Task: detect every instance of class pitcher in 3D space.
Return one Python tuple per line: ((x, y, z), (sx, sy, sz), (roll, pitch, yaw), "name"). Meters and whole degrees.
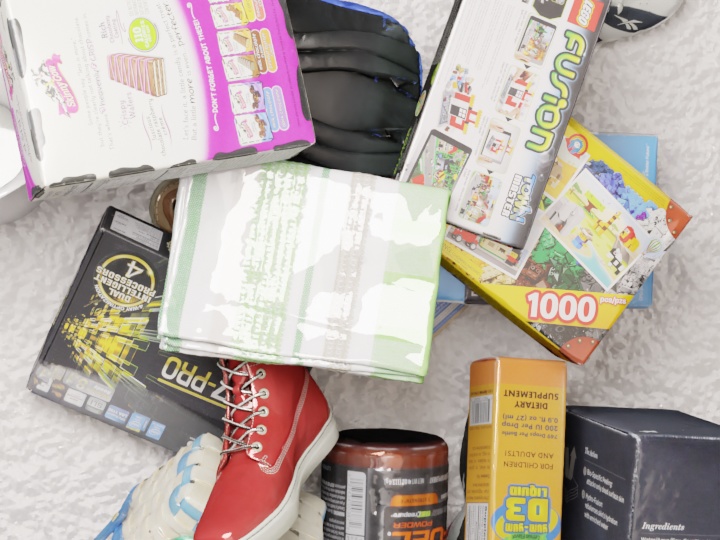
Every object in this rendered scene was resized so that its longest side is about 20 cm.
((-0.302, -0.078, 1.369), (0.171, 0.200, 0.122), (-36, 99, -6), "pitcher")

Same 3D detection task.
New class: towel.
((-0.041, -0.004, 1.325), (0.199, 0.031, 0.150), (8, 85, 0), "towel")

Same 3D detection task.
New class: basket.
((-0.133, 0.242, 1.461), (0.176, 0.139, 0.200), (29, 123, -12), "basket")

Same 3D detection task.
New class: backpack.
((-0.056, -0.144, 1.427), (0.199, 0.168, 0.164), (9, 96, -8), "backpack")

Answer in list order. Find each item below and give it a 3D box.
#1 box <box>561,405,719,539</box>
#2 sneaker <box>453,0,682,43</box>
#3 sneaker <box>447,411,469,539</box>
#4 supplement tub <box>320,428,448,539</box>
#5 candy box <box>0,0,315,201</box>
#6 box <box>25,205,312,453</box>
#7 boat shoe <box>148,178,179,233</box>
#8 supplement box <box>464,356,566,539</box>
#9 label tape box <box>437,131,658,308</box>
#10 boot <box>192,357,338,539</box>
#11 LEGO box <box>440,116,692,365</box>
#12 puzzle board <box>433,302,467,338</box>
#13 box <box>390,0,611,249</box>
((0.236, 0.220, 1.491), (0.117, 0.197, 0.201), (3, 92, -12), "box")
((0.183, -0.230, 1.489), (0.198, 0.130, 0.080), (7, 93, -11), "sneaker")
((0.124, 0.214, 1.530), (0.086, 0.080, 0.201), (11, 92, -13), "sneaker")
((0.018, 0.234, 1.497), (0.106, 0.107, 0.201), (1, 94, -11), "supplement tub")
((-0.144, -0.133, 1.279), (0.199, 0.061, 0.137), (-10, 85, -22), "candy box")
((-0.143, 0.060, 1.455), (0.199, 0.049, 0.162), (25, 116, -11), "box")
((-0.080, -0.010, 1.480), (0.199, 0.072, 0.076), (26, 88, -11), "boat shoe")
((0.123, 0.172, 1.468), (0.066, 0.069, 0.201), (4, 84, -17), "supplement box")
((0.140, -0.044, 1.511), (0.199, 0.066, 0.144), (2, 93, -7), "label tape box")
((-0.089, 0.112, 1.347), (0.072, 0.200, 0.145), (-9, 117, 25), "boot")
((0.132, -0.046, 1.438), (0.200, 0.077, 0.149), (37, 88, -9), "LEGO box")
((0.077, -0.060, 1.537), (0.200, 0.017, 0.151), (-42, 101, -5), "puzzle board")
((0.102, -0.127, 1.372), (0.109, 0.035, 0.201), (20, 89, -9), "box")
